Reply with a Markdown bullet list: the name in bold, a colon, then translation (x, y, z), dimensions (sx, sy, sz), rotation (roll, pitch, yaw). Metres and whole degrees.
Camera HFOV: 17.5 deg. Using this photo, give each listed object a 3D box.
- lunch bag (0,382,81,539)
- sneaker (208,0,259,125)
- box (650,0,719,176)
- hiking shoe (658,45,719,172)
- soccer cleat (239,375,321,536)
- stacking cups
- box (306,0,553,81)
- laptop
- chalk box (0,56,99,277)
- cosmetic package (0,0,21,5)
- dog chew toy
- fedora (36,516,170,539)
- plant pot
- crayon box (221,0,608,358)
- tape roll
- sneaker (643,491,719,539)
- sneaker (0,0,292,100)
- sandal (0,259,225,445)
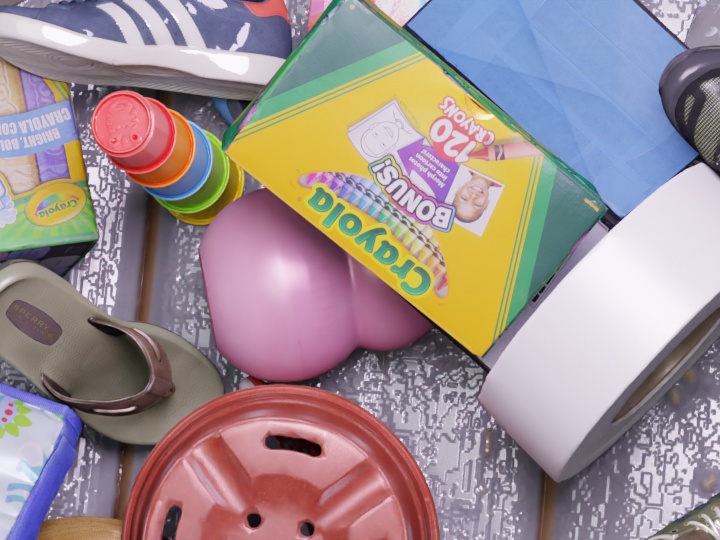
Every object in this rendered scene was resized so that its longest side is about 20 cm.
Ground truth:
- **lunch bag**: translation (-0.287, 0.153, 1.453), dimensions (0.198, 0.128, 0.171), rotation (1, 49, 22)
- **sneaker**: translation (-0.112, -0.175, 1.561), dimensions (0.078, 0.066, 0.201), rotation (-26, 86, 38)
- **box**: translation (0.292, -0.142, 1.466), dimensions (0.163, 0.086, 0.201), rotation (20, 85, 13)
- **hiking shoe**: translation (0.258, -0.057, 1.350), dimensions (0.199, 0.101, 0.076), rotation (37, 106, -6)
- **soccer cleat**: translation (-0.027, 0.157, 1.486), dimensions (0.085, 0.069, 0.200), rotation (-38, 82, -2)
- **stacking cups**: translation (-0.124, -0.078, 1.468), dimensions (0.060, 0.200, 0.061), rotation (-2, 79, 11)
- **box**: translation (0.071, -0.163, 1.502), dimensions (0.198, 0.095, 0.104), rotation (5, 82, 10)
- **laptop**: translation (0.092, -0.073, 1.402), dimensions (0.187, 0.116, 0.200), rotation (41, 71, -10)
- **chalk box**: translation (-0.250, -0.049, 1.504), dimensions (0.123, 0.124, 0.202), rotation (-6, 77, -25)
- **cosmetic package**: translation (-0.265, -0.232, 1.516), dimensions (0.105, 0.200, 0.072), rotation (-22, 77, 4)
- **dog chew toy**: translation (0.000, 0.000, 1.480), dimensions (0.198, 0.125, 0.126), rotation (-10, 80, -4)
- **fedora**: translation (-0.170, 0.252, 1.487), dimensions (0.199, 0.082, 0.202), rotation (0, 81, 3)
- **plant pot**: translation (-0.047, 0.162, 1.353), dimensions (0.199, 0.195, 0.203), rotation (0, 85, -1)
- **crayon box**: translation (0.031, -0.059, 1.369), dimensions (0.200, 0.058, 0.119), rotation (38, 100, -10)
- **tape roll**: translation (0.163, 0.033, 1.403), dimensions (0.071, 0.202, 0.202), rotation (44, 90, 12)
- **sneaker**: translation (0.216, 0.177, 1.428), dimensions (0.200, 0.090, 0.067), rotation (-35, 77, 2)
- **sneaker**: translation (-0.138, -0.162, 1.470), dimensions (0.198, 0.075, 0.085), rotation (6, 80, -21)
- **sandal**: translation (-0.163, 0.062, 1.471), dimensions (0.057, 0.200, 0.080), rotation (30, 89, 49)
